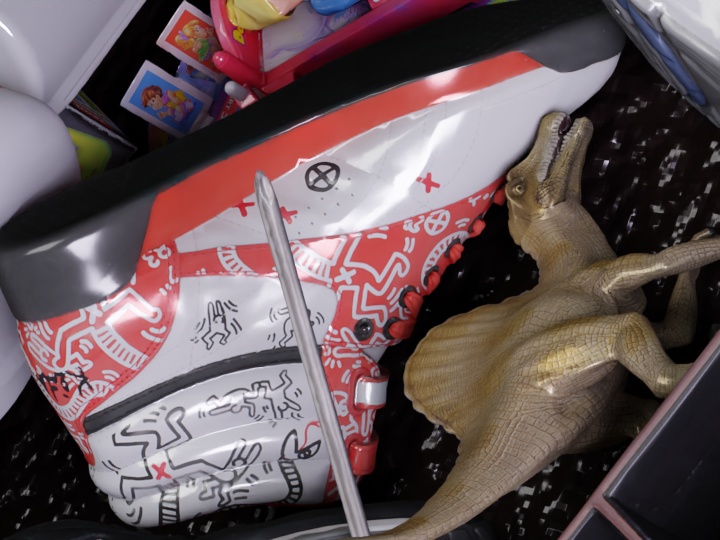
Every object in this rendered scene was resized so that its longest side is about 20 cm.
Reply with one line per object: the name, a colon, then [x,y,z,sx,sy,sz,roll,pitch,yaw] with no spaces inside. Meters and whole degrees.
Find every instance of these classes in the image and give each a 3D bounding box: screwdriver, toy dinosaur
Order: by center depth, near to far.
screwdriver: [-0.003,0.071,0.694,0.029,0.201,0.028,-17,11,17]
toy dinosaur: [0.056,0.030,0.699,0.101,0.058,0.200,-1,33,20]

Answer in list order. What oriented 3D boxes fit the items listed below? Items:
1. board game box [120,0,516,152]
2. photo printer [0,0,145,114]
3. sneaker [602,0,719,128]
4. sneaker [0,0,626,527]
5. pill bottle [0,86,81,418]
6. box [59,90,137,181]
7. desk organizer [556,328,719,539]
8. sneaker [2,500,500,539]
board game box: [-0.008,-0.091,0.874,0.158,0.039,0.200,29,90,49]
photo printer: [-0.137,-0.114,0.946,0.166,0.070,0.200,-12,32,34]
sneaker: [0.122,-0.075,0.728,0.087,0.075,0.200,-43,49,1]
sneaker: [-0.001,0.000,0.799,0.201,0.108,0.067,-25,18,-13]
pill bottle: [-0.194,-0.024,0.832,0.199,0.112,0.113,18,78,14]
box: [-0.160,0.018,0.949,0.200,0.035,0.110,-56,27,4]
desk organizer: [0.076,0.108,0.649,0.200,0.077,0.072,-53,41,8]
sneaker: [-0.061,0.092,0.751,0.199,0.076,0.088,-18,36,-4]
